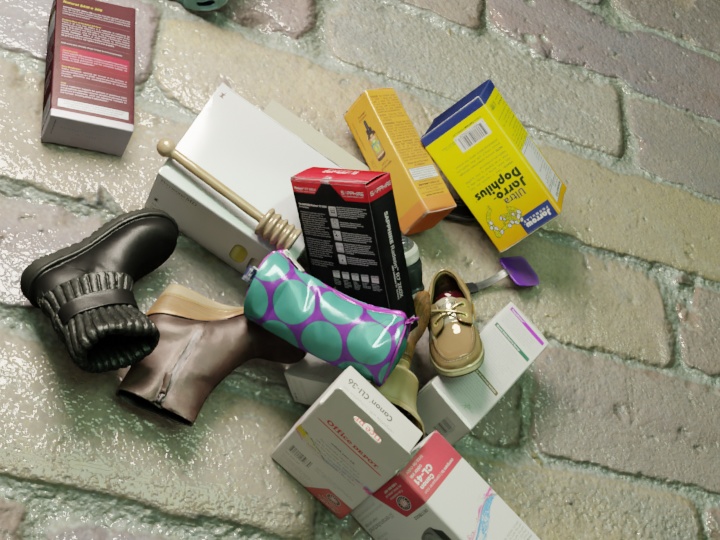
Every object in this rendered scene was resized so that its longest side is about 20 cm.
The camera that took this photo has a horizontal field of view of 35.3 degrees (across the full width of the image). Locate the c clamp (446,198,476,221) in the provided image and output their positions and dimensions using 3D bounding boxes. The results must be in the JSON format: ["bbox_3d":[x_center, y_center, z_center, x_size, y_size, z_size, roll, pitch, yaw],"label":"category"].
[{"bbox_3d":[0.116,-0.152,1.671,0.197,0.027,0.174,7,64,-27],"label":"c clamp"}]

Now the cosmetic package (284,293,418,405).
[{"bbox_3d":[-0.003,0.091,1.416,0.200,0.082,0.051,-47,131,-39],"label":"cosmetic package"}]

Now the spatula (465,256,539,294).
[{"bbox_3d":[0.177,0.017,1.600,0.198,0.021,0.057,-16,58,-32],"label":"spatula"}]

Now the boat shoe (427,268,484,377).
[{"bbox_3d":[0.113,0.064,1.444,0.073,0.067,0.201,-16,26,4],"label":"boat shoe"}]

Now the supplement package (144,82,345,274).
[{"bbox_3d":[-0.143,-0.102,1.424,0.199,0.111,0.157,34,63,-5],"label":"supplement package"}]

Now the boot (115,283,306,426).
[{"bbox_3d":[-0.171,0.115,1.321,0.197,0.073,0.168,20,51,-5],"label":"boot"}]

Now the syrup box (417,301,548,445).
[{"bbox_3d":[0.155,0.136,1.480,0.082,0.079,0.199,48,51,5],"label":"syrup box"}]

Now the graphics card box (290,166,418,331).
[{"bbox_3d":[-0.007,-0.021,1.343,0.051,0.124,0.203,-32,119,-43],"label":"graphics card box"}]

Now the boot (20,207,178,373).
[{"bbox_3d":[-0.264,0.023,1.286,0.210,0.080,0.157,-31,49,-28],"label":"boot"}]

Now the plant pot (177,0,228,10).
[{"bbox_3d":[-0.211,-0.489,1.595,0.198,0.200,0.198,28,59,-10],"label":"plant pot"}]

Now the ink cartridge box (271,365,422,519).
[{"bbox_3d":[-0.010,0.190,1.281,0.116,0.200,0.068,42,51,1],"label":"ink cartridge box"}]

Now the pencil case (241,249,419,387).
[{"bbox_3d":[-0.039,0.052,1.296,0.198,0.094,0.085,27,7,10],"label":"pencil case"}]

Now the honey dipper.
[{"bbox_3d":[-0.157,-0.092,1.333,0.199,0.038,0.038,38,51,-3],"label":"honey dipper"}]

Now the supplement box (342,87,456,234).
[{"bbox_3d":[0.053,-0.155,1.578,0.068,0.066,0.202,-16,73,-41],"label":"supplement box"}]

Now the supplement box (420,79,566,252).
[{"bbox_3d":[0.191,-0.149,1.605,0.201,0.109,0.109,53,25,-9],"label":"supplement box"}]

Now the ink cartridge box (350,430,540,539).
[{"bbox_3d":[0.103,0.304,1.308,0.200,0.148,0.085,47,51,5],"label":"ink cartridge box"}]

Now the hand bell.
[{"bbox_3d":[0.055,0.105,1.377,0.103,0.104,0.202,29,52,-10],"label":"hand bell"}]

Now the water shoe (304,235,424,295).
[{"bbox_3d":[0.000,0.000,1.434,0.071,0.199,0.080,-28,111,-33],"label":"water shoe"}]

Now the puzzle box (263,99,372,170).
[{"bbox_3d":[-0.073,-0.134,1.553,0.199,0.025,0.134,35,52,-6],"label":"puzzle box"}]

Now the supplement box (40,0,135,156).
[{"bbox_3d":[-0.348,-0.255,1.453,0.107,0.061,0.203,9,59,-24],"label":"supplement box"}]
